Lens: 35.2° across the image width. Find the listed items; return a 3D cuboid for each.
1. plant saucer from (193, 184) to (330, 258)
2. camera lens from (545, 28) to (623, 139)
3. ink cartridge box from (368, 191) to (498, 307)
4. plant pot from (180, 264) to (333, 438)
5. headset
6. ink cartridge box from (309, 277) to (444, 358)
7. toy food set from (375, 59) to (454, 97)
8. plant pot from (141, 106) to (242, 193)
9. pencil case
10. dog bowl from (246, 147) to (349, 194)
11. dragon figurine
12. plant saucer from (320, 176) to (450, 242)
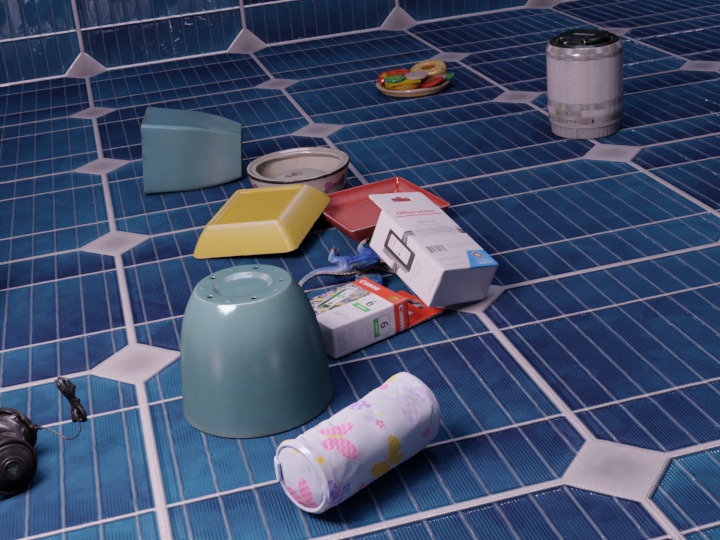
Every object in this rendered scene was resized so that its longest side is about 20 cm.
[{"bbox_3d":[-0.175,-0.094,1.970,0.197,0.049,0.201,-4,29,22],"label":"plant saucer"},{"bbox_3d":[0.468,-0.393,2.365,0.157,0.203,0.160,-5,23,2],"label":"camera lens"},{"bbox_3d":[0.096,-0.035,1.687,0.115,0.069,0.200,-5,39,-38],"label":"ink cartridge box"},{"bbox_3d":[-0.138,0.089,1.437,0.197,0.164,0.201,-4,23,2],"label":"plant pot"},{"bbox_3d":[-0.420,0.199,1.335,0.197,0.095,0.124,-22,25,-7],"label":"headset"},{"bbox_3d":[0.012,0.055,1.622,0.198,0.051,0.108,-21,27,-30],"label":"ink cartridge box"},{"bbox_3d":[0.136,-0.481,2.846,0.196,0.049,0.198,-8,23,-7],"label":"toy food set"},{"bbox_3d":[-0.338,-0.245,2.305,0.196,0.144,0.142,0,22,-6],"label":"plant pot"},{"bbox_3d":[-0.001,0.187,1.255,0.090,0.084,0.199,32,42,32],"label":"pencil case"},{"bbox_3d":[-0.115,-0.169,2.147,0.196,0.075,0.201,-5,24,2],"label":"dog bowl"},{"bbox_3d":[0.000,0.000,1.743,0.197,0.060,0.099,-16,24,-25],"label":"dragon figurine"},{"bbox_3d":[0.030,-0.105,2.012,0.197,0.037,0.199,-15,25,-22],"label":"plant saucer"}]
